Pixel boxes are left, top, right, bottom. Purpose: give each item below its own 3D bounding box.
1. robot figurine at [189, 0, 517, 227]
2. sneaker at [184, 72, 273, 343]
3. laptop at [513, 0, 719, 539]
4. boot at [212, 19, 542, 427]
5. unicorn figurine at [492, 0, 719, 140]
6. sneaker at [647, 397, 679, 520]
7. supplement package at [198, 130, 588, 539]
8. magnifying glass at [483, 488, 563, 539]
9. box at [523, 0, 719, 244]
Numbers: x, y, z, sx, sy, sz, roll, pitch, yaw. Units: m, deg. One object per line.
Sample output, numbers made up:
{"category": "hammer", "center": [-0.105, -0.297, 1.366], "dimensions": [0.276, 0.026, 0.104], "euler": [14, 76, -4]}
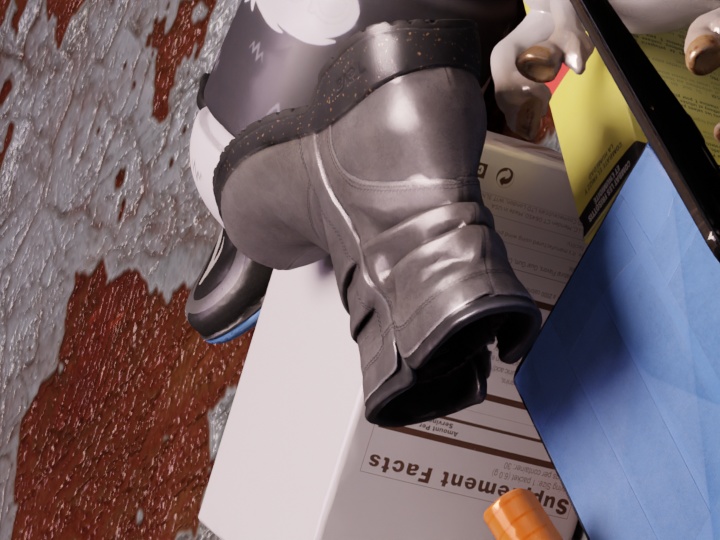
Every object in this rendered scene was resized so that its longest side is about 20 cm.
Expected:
{"category": "robot figurine", "center": [0.000, -0.096, 1.379], "dimensions": [0.201, 0.124, 0.150], "euler": [-66, -15, 20]}
{"category": "sneaker", "center": [-0.054, -0.061, 1.510], "dimensions": [0.071, 0.082, 0.201], "euler": [40, 113, 62]}
{"category": "laptop", "center": [0.082, 0.016, 0.987], "dimensions": [0.116, 0.200, 0.188], "euler": [-33, 43, 9]}
{"category": "boot", "center": [0.000, 0.000, 1.116], "dimensions": [0.200, 0.069, 0.132], "euler": [132, 130, -64]}
{"category": "unicorn figurine", "center": [0.099, -0.115, 1.122], "dimensions": [0.074, 0.199, 0.138], "euler": [103, -177, -50]}
{"category": "sneaker", "center": [0.117, 0.101, 1.096], "dimensions": [0.087, 0.075, 0.201], "euler": [-153, 79, -70]}
{"category": "supplement package", "center": [0.030, 0.040, 1.243], "dimensions": [0.121, 0.119, 0.201], "euler": [30, 103, 63]}
{"category": "magnifying glass", "center": [0.104, 0.161, 1.016], "dimensions": [0.022, 0.080, 0.200], "euler": [-39, 69, 12]}
{"category": "box", "center": [0.112, -0.092, 1.200], "dimensions": [0.050, 0.075, 0.201], "euler": [-54, 34, 39]}
